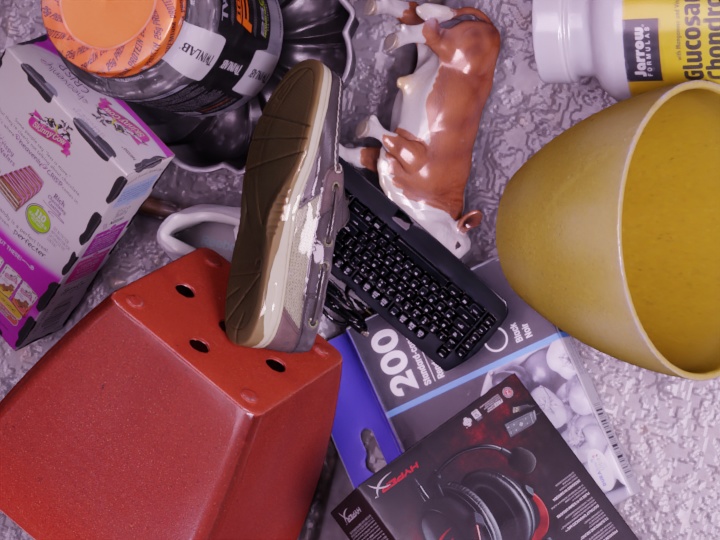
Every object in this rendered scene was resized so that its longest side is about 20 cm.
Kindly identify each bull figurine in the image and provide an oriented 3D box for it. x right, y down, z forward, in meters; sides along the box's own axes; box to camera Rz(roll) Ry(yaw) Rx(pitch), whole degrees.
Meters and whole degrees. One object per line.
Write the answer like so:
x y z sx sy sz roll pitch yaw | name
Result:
0.043 -0.100 1.715 0.065 0.121 0.201 -6 66 51 | bull figurine

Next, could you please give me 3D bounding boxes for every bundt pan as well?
-0.090 -0.169 1.773 0.201 0.076 0.203 0 89 16 | bundt pan

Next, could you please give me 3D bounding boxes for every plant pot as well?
0.178 -0.027 1.652 0.142 0.200 0.201 1 89 41 | plant pot
-0.127 0.103 1.690 0.200 0.200 0.177 38 119 13 | plant pot

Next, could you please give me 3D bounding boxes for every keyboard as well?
0.000 0.000 1.684 0.200 0.040 0.104 41 122 3 | keyboard

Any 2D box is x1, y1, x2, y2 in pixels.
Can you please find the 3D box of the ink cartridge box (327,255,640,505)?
0.072 0.110 1.740 0.199 0.043 0.199 -26 83 14 | ink cartridge box

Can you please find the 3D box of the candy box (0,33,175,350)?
-0.241 -0.058 1.784 0.136 0.061 0.200 46 127 12 | candy box

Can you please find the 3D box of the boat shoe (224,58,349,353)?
-0.041 -0.041 1.645 0.072 0.066 0.202 1 76 55 | boat shoe

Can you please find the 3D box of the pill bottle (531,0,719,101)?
0.224 -0.172 1.666 0.199 0.112 0.113 -1 89 16 | pill bottle

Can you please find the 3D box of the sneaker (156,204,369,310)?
-0.055 -0.010 1.759 0.199 0.080 0.071 6 89 11 | sneaker

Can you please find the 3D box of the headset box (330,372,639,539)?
0.101 0.197 1.639 0.148 0.075 0.200 -33 82 -23 | headset box

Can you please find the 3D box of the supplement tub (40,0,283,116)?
-0.136 -0.172 1.644 0.122 0.200 0.123 0 89 15 | supplement tub
